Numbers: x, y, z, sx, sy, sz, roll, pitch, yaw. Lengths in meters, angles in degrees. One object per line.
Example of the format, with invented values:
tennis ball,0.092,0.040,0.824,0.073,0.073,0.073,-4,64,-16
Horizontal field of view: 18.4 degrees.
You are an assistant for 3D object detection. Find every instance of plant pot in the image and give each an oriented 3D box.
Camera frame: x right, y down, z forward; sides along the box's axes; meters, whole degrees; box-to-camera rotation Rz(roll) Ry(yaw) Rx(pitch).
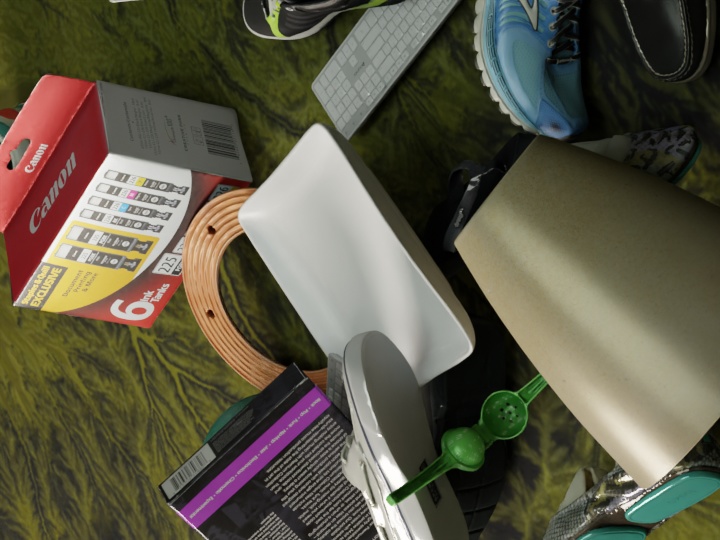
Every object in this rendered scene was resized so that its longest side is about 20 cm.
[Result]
plant pot,0.167,0.008,1.468,0.200,0.187,0.188,39,128,3

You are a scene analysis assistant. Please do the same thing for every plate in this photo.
plate,0.000,0.000,1.669,0.201,0.032,0.200,55,152,4

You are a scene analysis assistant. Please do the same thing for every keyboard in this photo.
keyboard,0.026,-0.183,1.685,0.056,0.011,0.200,54,131,16
keyboard,-0.008,0.144,1.779,0.056,0.011,0.201,41,148,28

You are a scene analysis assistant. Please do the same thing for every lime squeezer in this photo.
lime squeezer,0.094,0.119,1.639,0.038,0.200,0.071,54,164,-5

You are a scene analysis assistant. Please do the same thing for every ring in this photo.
ring,-0.058,0.021,1.795,0.199,0.019,0.202,17,125,25

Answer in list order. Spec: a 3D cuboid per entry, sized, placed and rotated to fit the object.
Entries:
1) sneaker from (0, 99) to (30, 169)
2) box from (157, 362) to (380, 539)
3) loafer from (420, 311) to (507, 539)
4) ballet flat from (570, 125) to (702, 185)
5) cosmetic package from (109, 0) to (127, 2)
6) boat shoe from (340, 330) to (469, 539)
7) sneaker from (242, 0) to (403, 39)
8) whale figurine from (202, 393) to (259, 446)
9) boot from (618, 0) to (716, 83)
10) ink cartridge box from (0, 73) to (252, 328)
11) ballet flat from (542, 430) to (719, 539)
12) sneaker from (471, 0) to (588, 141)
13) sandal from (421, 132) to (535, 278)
sneaker,-0.286,-0.052,1.958,0.070,0.093,0.201,-33,80,43
box,-0.042,0.184,1.723,0.200,0.143,0.036,49,179,-31
loafer,0.070,0.123,1.720,0.072,0.072,0.202,32,120,57
ballet flat,0.154,-0.051,1.572,0.200,0.072,0.072,-42,74,42
cosmetic package,-0.149,-0.312,1.674,0.199,0.122,0.202,-134,38,-76
boat shoe,0.019,0.140,1.653,0.065,0.072,0.201,-10,116,31
sneaker,-0.043,-0.223,1.680,0.199,0.082,0.072,-13,82,51
whale figurine,-0.081,0.192,1.822,0.201,0.103,0.160,96,155,-45
boot,0.160,-0.213,1.469,0.073,0.150,0.202,-5,100,42
ink cartridge box,-0.214,-0.055,1.828,0.200,0.175,0.084,-53,40,39
ballet flat,0.190,0.165,1.617,0.200,0.072,0.072,-44,73,41
sneaker,0.128,-0.189,1.558,0.090,0.078,0.202,-9,97,40
sandal,0.076,-0.041,1.612,0.200,0.043,0.077,135,148,-61
